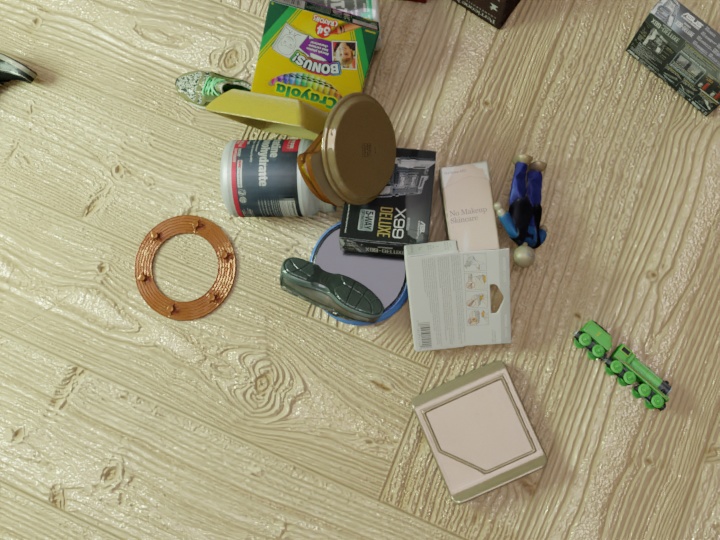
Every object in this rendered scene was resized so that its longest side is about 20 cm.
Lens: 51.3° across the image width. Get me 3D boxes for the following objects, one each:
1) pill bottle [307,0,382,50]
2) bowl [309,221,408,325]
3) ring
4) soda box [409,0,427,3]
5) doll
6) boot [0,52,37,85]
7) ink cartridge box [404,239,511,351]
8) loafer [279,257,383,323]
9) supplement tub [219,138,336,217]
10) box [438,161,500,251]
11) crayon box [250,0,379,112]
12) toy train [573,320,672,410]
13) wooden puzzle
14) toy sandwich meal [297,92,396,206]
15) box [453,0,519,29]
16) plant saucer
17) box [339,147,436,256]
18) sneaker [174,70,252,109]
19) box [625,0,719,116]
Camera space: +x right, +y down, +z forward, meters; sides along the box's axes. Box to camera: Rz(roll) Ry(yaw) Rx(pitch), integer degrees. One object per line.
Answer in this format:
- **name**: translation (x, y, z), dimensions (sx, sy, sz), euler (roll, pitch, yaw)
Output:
- **pill bottle**: translation (-0.061, -0.461, 1.409), dimensions (0.197, 0.113, 0.115), euler (-6, 82, 4)
- **bowl**: translation (0.000, 0.000, 1.380), dimensions (0.198, 0.039, 0.203), euler (-1, 83, 4)
- **ring**: translation (-0.333, -0.007, 1.417), dimensions (0.198, 0.019, 0.203), euler (-1, 82, 5)
- **soda box**: translation (0.036, -0.569, 1.437), dimensions (0.197, 0.070, 0.064), euler (10, 84, 5)
- **doll**: translation (0.292, -0.102, 1.341), dimensions (0.135, 0.048, 0.203), euler (16, 72, -34)
- **boot**: translation (-0.741, -0.353, 1.467), dimensions (0.198, 0.073, 0.152), euler (17, 83, 10)
- **ink cartridge box**: translation (0.171, 0.044, 1.300), dimensions (0.174, 0.045, 0.202), euler (-5, 122, 4)
- **loafer**: translation (-0.054, 0.043, 1.336), dimensions (0.198, 0.063, 0.072), euler (27, 43, 6)
- **supplement tub**: translation (-0.144, -0.167, 1.362), dimensions (0.197, 0.140, 0.142), euler (0, 82, 4)
- **box**: translation (0.198, -0.087, 1.356), dimensions (0.094, 0.078, 0.203), euler (-9, 82, 4)
- **crayon box**: translation (-0.084, -0.386, 1.356), dimensions (0.198, 0.059, 0.174), euler (13, 125, -10)
- **toy train**: translation (0.464, 0.166, 1.323), dimensions (0.200, 0.042, 0.056), euler (41, 76, 8)
- **wooden puzzle**: translation (0.209, 0.285, 1.330), dimensions (0.183, 0.037, 0.202), euler (-24, 77, 1)
- **toy sandwich meal**: translation (-0.018, -0.200, 1.275), dimensions (0.070, 0.204, 0.208), euler (7, 81, 41)
- **box**: translation (0.242, -0.584, 1.358), dimensions (0.165, 0.200, 0.165), euler (34, 86, 8)
- **plant saucer**: translation (-0.139, -0.273, 1.323), dimensions (0.198, 0.200, 0.049), euler (14, 96, 22)
- **box**: translation (0.051, -0.126, 1.351), dimensions (0.156, 0.050, 0.202), euler (6, 64, 5)
- **sneaker**: translation (-0.262, -0.346, 1.421), dimensions (0.198, 0.089, 0.078), euler (13, 84, 6)
- **box**: translation (0.579, -0.377, 1.326), dimensions (0.200, 0.158, 0.050), euler (43, 87, 9)
